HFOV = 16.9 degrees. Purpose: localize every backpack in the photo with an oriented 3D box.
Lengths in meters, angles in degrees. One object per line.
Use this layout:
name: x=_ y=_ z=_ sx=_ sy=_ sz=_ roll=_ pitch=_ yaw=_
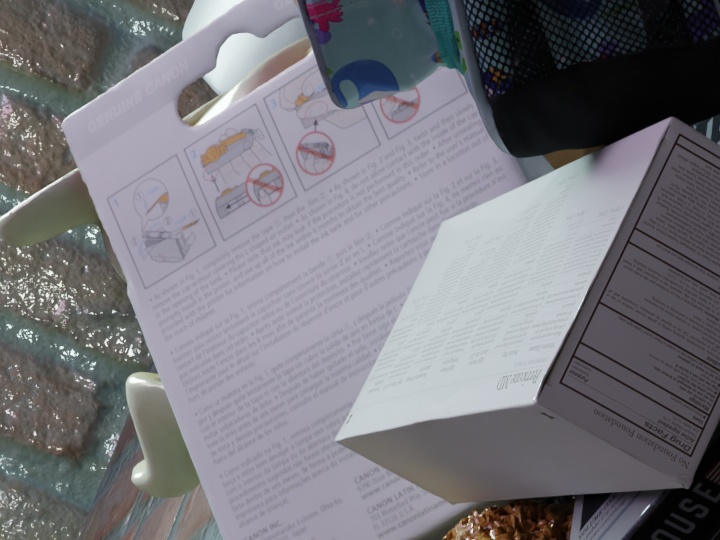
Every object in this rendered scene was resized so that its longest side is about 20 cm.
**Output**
backpack: x=0.039 y=-0.147 z=0.677 sx=0.178 sy=0.150 sz=0.201 roll=-78 pitch=-23 yaw=-68

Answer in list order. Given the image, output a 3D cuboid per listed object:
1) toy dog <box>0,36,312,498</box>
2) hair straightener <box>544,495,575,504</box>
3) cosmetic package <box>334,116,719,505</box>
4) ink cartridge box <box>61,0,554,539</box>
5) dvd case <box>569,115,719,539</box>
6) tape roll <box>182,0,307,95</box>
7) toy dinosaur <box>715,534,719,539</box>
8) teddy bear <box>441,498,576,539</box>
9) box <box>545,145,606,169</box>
toy dog: x=-0.012 y=0.020 z=0.958 sx=0.193 sy=0.201 sz=0.140 roll=-29 pitch=3 yaw=15
hair straightener: x=0.078 y=0.103 z=0.860 sx=0.077 sy=0.041 sz=0.200 roll=-61 pitch=5 yaw=9
cosmetic package: x=0.054 y=0.020 z=0.687 sx=0.083 sy=0.051 sz=0.200 roll=-61 pitch=10 yaw=-12
ink cartridge box: x=0.000 y=0.000 z=0.854 sx=0.162 sy=0.201 sz=0.057 roll=-30 pitch=-20 yaw=23
dvd case: x=0.112 y=-0.012 z=0.691 sx=0.151 sy=0.025 sz=0.200 roll=-56 pitch=12 yaw=36
tape roll: x=0.008 y=-0.113 z=1.285 sx=0.066 sy=0.200 sz=0.200 roll=-61 pitch=10 yaw=23
toy dinosaur: x=0.112 y=0.084 z=0.663 sx=0.200 sy=0.047 sz=0.088 roll=-92 pitch=23 yaw=-65
teddy bear: x=0.036 y=0.164 z=0.713 sx=0.145 sy=0.066 sz=0.201 roll=175 pitch=105 yaw=-71
box: x=0.097 y=-0.086 z=0.951 sx=0.164 sy=0.021 sz=0.201 roll=-65 pitch=-19 yaw=-48
